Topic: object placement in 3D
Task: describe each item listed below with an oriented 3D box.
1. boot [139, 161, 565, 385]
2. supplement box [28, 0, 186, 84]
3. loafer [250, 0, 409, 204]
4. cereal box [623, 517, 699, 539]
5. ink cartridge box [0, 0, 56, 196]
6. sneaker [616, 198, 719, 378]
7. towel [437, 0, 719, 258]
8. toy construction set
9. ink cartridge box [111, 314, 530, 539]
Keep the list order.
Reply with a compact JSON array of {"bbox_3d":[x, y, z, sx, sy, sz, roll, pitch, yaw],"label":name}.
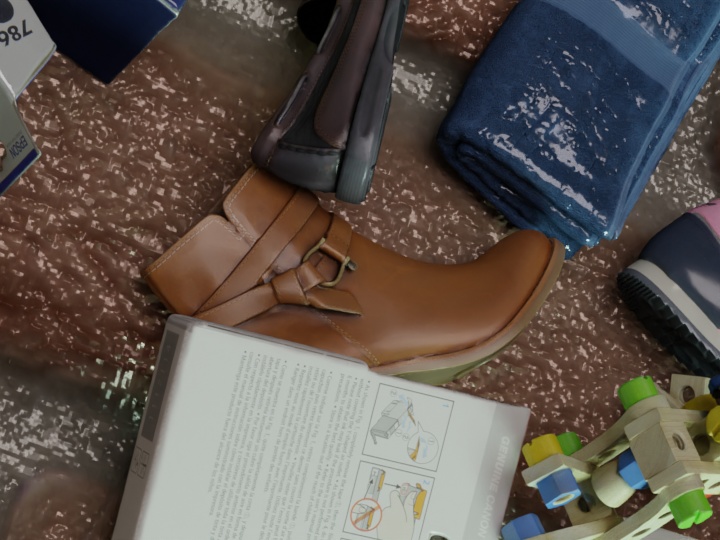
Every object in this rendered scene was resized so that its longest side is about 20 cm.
[{"bbox_3d":[0.000,0.000,1.176,0.155,0.074,0.200,49,59,-1],"label":"boot"},{"bbox_3d":[-0.107,-0.214,1.162,0.109,0.109,0.201,33,64,-14],"label":"supplement box"},{"bbox_3d":[-0.010,-0.122,1.191,0.063,0.072,0.201,11,51,-1],"label":"loafer"},{"bbox_3d":[0.172,0.241,1.205,0.143,0.039,0.201,18,69,-21],"label":"cereal box"},{"bbox_3d":[-0.201,-0.132,1.100,0.039,0.099,0.201,-30,90,-30],"label":"ink cartridge box"},{"bbox_3d":[0.233,0.047,1.265,0.200,0.070,0.082,46,76,-9],"label":"sneaker"},{"bbox_3d":[0.129,-0.112,1.271,0.112,0.049,0.200,39,64,-10],"label":"towel"},{"bbox_3d":[0.159,0.096,1.157,0.092,0.131,0.200,59,27,8],"label":"toy construction set"},{"bbox_3d":[-0.029,0.138,1.102,0.175,0.045,0.201,15,90,-20],"label":"ink cartridge box"}]
